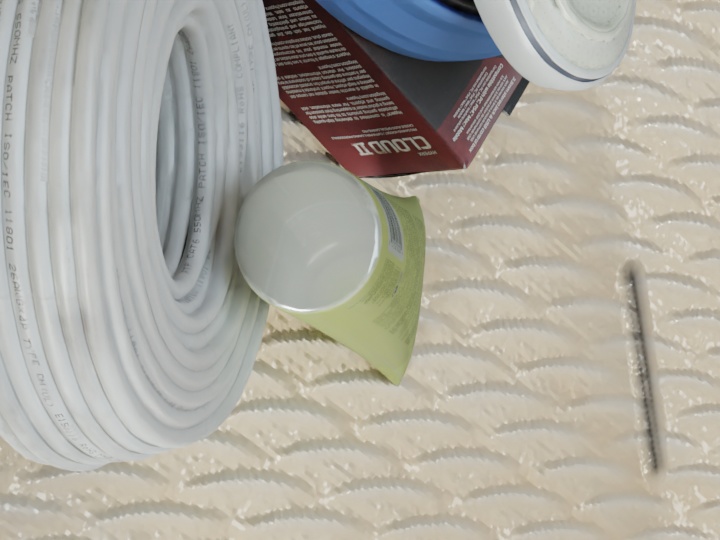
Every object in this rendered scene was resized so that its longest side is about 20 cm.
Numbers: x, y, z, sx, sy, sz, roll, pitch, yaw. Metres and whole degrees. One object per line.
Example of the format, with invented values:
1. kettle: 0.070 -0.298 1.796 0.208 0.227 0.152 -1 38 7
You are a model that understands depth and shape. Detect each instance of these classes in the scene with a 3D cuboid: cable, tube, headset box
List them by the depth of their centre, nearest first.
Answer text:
1. cable: -0.080 -0.035 0.753 0.200 0.069 0.201 -64 152 -63
2. tube: 0.000 0.000 0.858 0.058 0.200 0.052 -44 78 5
3. headset box: 0.006 -0.143 0.898 0.200 0.077 0.149 46 63 -27

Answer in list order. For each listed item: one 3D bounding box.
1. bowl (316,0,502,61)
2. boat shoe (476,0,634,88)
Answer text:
1. bowl: 0.038 -0.178 0.851 0.200 0.039 0.202 2 87 -39
2. boat shoe: 0.083 -0.166 0.797 0.074 0.086 0.204 -1 89 -39
